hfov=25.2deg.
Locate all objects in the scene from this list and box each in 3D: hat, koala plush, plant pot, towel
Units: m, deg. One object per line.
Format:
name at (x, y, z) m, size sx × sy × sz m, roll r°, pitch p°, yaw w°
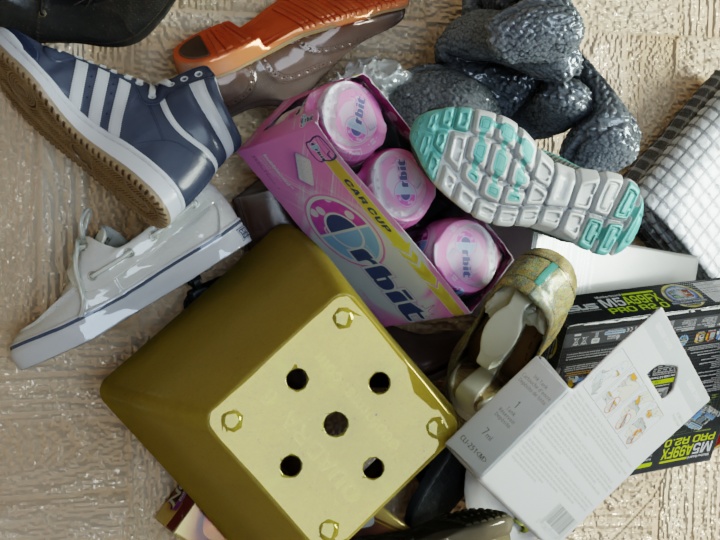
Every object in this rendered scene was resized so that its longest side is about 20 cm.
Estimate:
hat at (-0.220, -0.254, 1.172) m, size 0.201 × 0.201 × 0.081 m, roll 27°, pitch 44°, yaw -23°
koala plush at (0.086, -0.134, 1.297) m, size 0.200 × 0.184 × 0.177 m, roll -34°, pitch 125°, yaw 2°
plant pot at (-0.042, 0.102, 1.181) m, size 0.200 × 0.176 × 0.200 m, roll -42°, pitch 103°, yaw -13°
towel at (0.335, -0.054, 1.436) m, size 0.200 × 0.086 × 0.166 m, roll 47°, pitch 76°, yaw -18°

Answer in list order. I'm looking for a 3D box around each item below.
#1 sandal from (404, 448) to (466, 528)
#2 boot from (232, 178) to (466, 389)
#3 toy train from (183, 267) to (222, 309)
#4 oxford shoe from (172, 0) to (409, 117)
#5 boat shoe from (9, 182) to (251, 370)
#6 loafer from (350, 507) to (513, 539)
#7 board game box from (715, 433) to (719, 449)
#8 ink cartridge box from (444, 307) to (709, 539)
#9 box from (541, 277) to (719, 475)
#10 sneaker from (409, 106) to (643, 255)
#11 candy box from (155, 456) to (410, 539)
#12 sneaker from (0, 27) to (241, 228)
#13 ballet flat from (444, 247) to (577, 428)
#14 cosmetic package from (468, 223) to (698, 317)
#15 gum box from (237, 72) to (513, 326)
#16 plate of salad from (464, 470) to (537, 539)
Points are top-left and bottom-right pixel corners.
sandal at (0.081, 0.128, 1.351) m, size 0.075 × 0.048 × 0.201 m, roll -3°, pitch 122°, yaw -49°
boot at (0.000, 0.000, 1.314) m, size 0.186 × 0.064 × 0.200 m, roll -15°, pitch 96°, yaw -24°
toy train at (-0.134, -0.031, 1.265) m, size 0.046 × 0.034 × 0.200 m, roll -25°, pitch 104°, yaw -23°
oxford shoe at (-0.050, -0.173, 1.278) m, size 0.200 × 0.071 × 0.073 m, roll -22°, pitch 123°, yaw -16°
boat shoe at (-0.188, -0.006, 1.212) m, size 0.202 × 0.075 × 0.086 m, roll -31°, pitch 93°, yaw 5°
loafer at (0.038, 0.242, 1.282) m, size 0.200 × 0.076 × 0.067 m, roll -11°, pitch 92°, yaw -23°
board game box at (0.372, 0.080, 1.387) m, size 0.151 × 0.200 × 0.046 m, roll -25°, pitch 74°, yaw -33°
ink cartridge box at (0.165, 0.110, 1.190) m, size 0.174 × 0.044 × 0.200 m, roll -44°, pitch 148°, yaw -2°
box at (0.216, 0.092, 1.302) m, size 0.200 × 0.044 × 0.160 m, roll -6°, pitch 122°, yaw -29°
sneaker at (0.111, -0.066, 1.203) m, size 0.200 × 0.091 × 0.078 m, roll 25°, pitch 89°, yaw -27°
candy box at (-0.051, 0.213, 1.312) m, size 0.200 × 0.056 × 0.117 m, roll 39°, pitch 79°, yaw -23°
sneaker at (-0.179, -0.130, 1.195) m, size 0.200 × 0.070 × 0.108 m, roll 42°, pitch 67°, yaw 10°
ballet flat at (0.101, 0.067, 1.219) m, size 0.071 × 0.071 × 0.200 m, roll 4°, pitch 133°, yaw -23°
cosmetic package at (0.175, 0.011, 1.338) m, size 0.200 × 0.107 × 0.090 m, roll 5°, pitch 92°, yaw -40°
gum box at (0.008, -0.054, 1.223) m, size 0.200 × 0.113 × 0.066 m, roll 50°, pitch 60°, yaw -18°
plate of salad at (0.174, 0.152, 1.374) m, size 0.200 × 0.048 × 0.200 m, roll -20°, pitch 126°, yaw -29°
